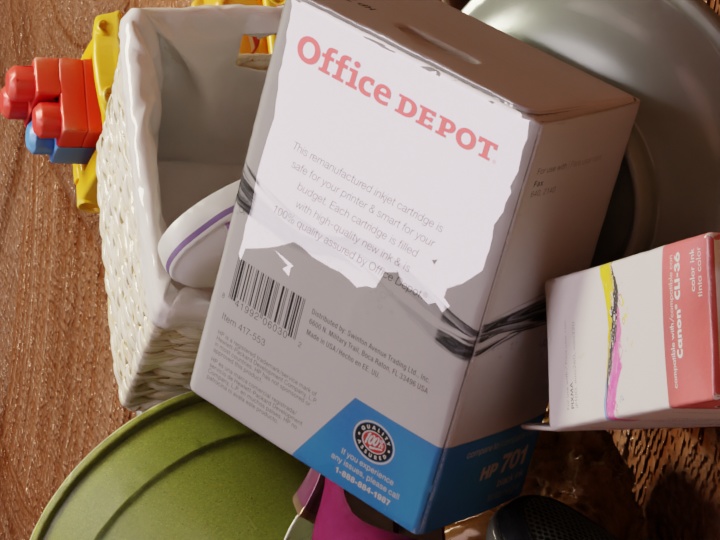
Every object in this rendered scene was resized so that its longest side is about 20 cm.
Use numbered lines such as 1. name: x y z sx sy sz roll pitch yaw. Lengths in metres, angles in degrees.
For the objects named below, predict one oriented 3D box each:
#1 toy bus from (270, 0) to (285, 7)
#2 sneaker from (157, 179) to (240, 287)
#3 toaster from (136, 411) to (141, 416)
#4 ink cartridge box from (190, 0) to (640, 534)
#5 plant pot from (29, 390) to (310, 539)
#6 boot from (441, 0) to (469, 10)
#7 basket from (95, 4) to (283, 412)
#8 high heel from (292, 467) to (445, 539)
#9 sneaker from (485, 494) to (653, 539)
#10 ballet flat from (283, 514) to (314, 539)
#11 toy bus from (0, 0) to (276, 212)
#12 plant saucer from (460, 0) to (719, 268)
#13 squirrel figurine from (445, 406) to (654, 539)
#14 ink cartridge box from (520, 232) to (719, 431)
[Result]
1. toy bus: -0.025 -0.217 1.575 0.200 0.135 0.192 -95 6 -65
2. sneaker: 0.000 0.000 1.417 0.073 0.200 0.114 97 157 -63
3. toaster: -0.071 0.042 1.745 0.181 0.118 0.200 114 151 -47
4. ink cartridge box: 0.020 -0.009 1.188 0.146 0.086 0.200 30 116 32
5. plant pot: -0.057 0.201 1.511 0.193 0.200 0.201 44 133 37
6. boot: 0.080 -0.222 1.367 0.107 0.075 0.200 -128 57 -78
7. basket: -0.046 -0.030 1.563 0.161 0.198 0.200 116 149 -59
8. high heel: 0.019 0.098 1.241 0.096 0.067 0.200 -60 24 6
9. sneaker: 0.139 0.138 1.142 0.199 0.076 0.114 44 125 37
10. ballet flat: -0.018 0.174 1.399 0.070 0.067 0.200 3 55 33
11. toy bus: -0.140 -0.120 1.826 0.200 0.192 0.136 130 139 -59
12. plant saucer: 0.095 -0.041 1.213 0.200 0.050 0.201 13 111 37
13. squirrel figurine: 0.083 0.135 1.318 0.200 0.141 0.187 -38 41 48
14. ink cartridge box: 0.150 0.028 1.101 0.200 0.116 0.068 159 110 -69
